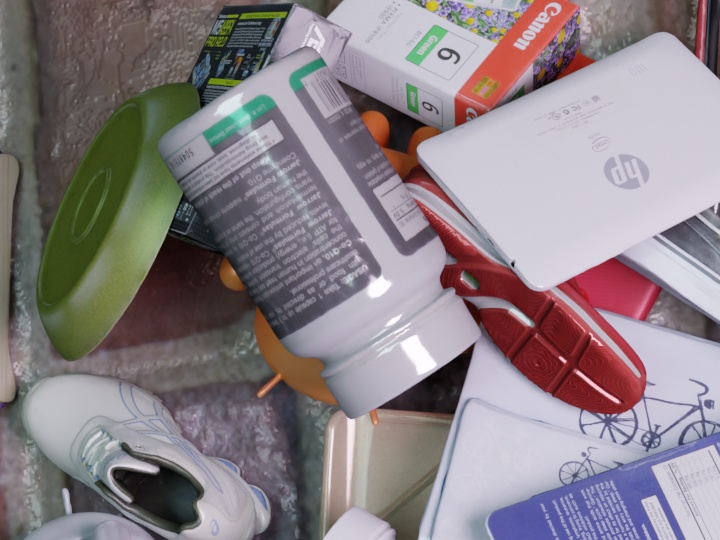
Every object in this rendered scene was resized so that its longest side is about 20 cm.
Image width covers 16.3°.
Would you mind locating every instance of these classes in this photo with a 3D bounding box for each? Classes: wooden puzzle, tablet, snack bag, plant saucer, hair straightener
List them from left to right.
[{"bbox_3d":[-0.166,-0.038,1.655,0.031,0.200,0.200,24,86,-21],"label":"plant saucer"},{"bbox_3d":[0.073,0.184,1.583,0.200,0.037,0.185,3,91,15],"label":"wooden puzzle"},{"bbox_3d":[0.148,-0.070,1.532,0.200,0.014,0.130,-26,59,-23],"label":"tablet"},{"bbox_3d":[0.148,0.106,1.526,0.188,0.021,0.200,16,60,2],"label":"snack bag"},{"bbox_3d":[0.244,-0.083,1.586,0.077,0.041,0.200,4,80,21],"label":"hair straightener"}]

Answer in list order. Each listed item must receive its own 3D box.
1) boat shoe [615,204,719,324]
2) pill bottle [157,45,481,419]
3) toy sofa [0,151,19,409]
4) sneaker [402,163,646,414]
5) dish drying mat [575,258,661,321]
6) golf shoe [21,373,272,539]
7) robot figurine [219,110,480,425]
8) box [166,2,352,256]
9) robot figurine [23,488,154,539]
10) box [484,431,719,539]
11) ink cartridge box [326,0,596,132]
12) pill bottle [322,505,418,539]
[{"bbox_3d":[0.249,0.010,1.531,0.200,0.072,0.071,33,92,5],"label":"boat shoe"},{"bbox_3d":[-0.021,-0.021,1.476,0.113,0.113,0.200,-32,91,11],"label":"pill bottle"},{"bbox_3d":[-0.302,0.006,1.750,0.083,0.098,0.200,-13,73,42],"label":"toy sofa"},{"bbox_3d":[0.115,-0.010,1.539,0.200,0.078,0.116,42,53,5],"label":"sneaker"},{"bbox_3d":[0.119,0.070,1.611,0.077,0.018,0.200,29,88,22],"label":"dish drying mat"},{"bbox_3d":[-0.153,0.121,1.655,0.200,0.097,0.078,28,90,24],"label":"golf shoe"},{"bbox_3d":[-0.002,0.000,1.603,0.117,0.144,0.200,-14,52,50],"label":"robot figurine"},{"bbox_3d":[-0.082,-0.093,1.630,0.044,0.200,0.160,27,87,-17],"label":"box"},{"bbox_3d":[-0.167,0.237,1.610,0.170,0.113,0.200,112,148,-40],"label":"robot figurine"},{"bbox_3d":[0.180,0.168,1.467,0.200,0.032,0.121,-16,67,-17],"label":"box"},{"bbox_3d":[0.085,-0.137,1.626,0.200,0.050,0.109,28,60,23],"label":"ink cartridge box"},{"bbox_3d":[0.058,0.229,1.509,0.200,0.112,0.112,31,90,13],"label":"pill bottle"}]
